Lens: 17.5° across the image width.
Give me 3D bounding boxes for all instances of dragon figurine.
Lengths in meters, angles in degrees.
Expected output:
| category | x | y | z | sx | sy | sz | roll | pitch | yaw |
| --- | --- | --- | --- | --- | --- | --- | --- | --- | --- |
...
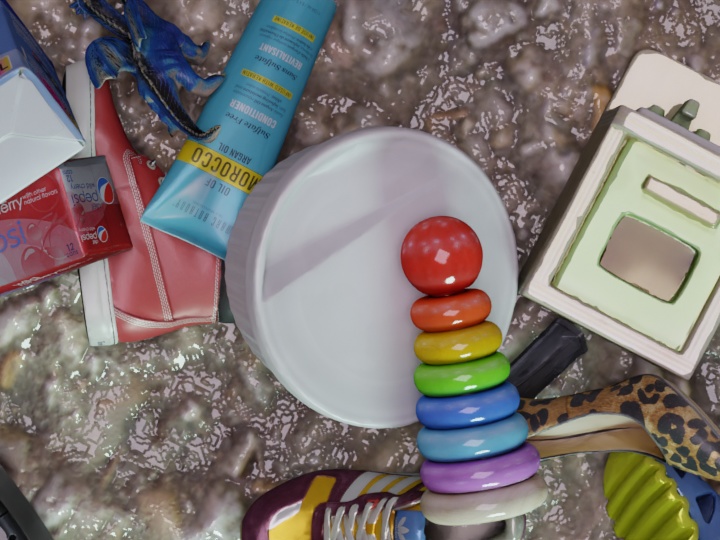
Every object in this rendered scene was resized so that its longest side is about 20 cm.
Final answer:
| category | x | y | z | sx | sy | sz | roll | pitch | yaw |
| --- | --- | --- | --- | --- | --- | --- | --- | --- | --- |
| dragon figurine | -0.150 | -0.146 | 1.592 | 0.099 | 0.200 | 0.059 | 33 | 113 | -28 |

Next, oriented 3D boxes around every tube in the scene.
| category | x | y | z | sx | sy | sz | roll | pitch | yaw |
| --- | --- | --- | --- | --- | --- | --- | --- | --- | --- |
| tube | -0.078 | -0.106 | 1.614 | 0.077 | 0.050 | 0.200 | 25 | 77 | -9 |

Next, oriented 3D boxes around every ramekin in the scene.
| category | x | y | z | sx | sy | sz | roll | pitch | yaw |
| --- | --- | --- | --- | --- | --- | --- | --- | --- | --- |
| ramekin | 0.000 | 0.000 | 1.586 | 0.202 | 0.094 | 0.202 | -4 | 99 | -26 |

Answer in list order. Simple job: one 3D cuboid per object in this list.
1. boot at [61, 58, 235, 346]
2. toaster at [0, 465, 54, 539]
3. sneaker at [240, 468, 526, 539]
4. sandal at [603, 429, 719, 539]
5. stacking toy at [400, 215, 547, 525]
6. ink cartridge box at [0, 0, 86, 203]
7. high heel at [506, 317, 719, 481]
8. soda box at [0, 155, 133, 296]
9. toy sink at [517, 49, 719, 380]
| category | x | y | z | sx | sy | sz | roll | pitch | yaw |
| --- | --- | --- | --- | --- | --- | --- | --- | --- | --- |
| boot | -0.134 | -0.055 | 1.632 | 0.144 | 0.072 | 0.200 | -9 | 90 | -8 |
| toaster | -0.295 | 0.217 | 1.603 | 0.200 | 0.119 | 0.181 | -35 | 91 | 1 |
| sneaker | 0.015 | 0.174 | 1.618 | 0.200 | 0.090 | 0.075 | -7 | 90 | 0 |
| sandal | 0.247 | 0.194 | 1.636 | 0.087 | 0.079 | 0.200 | -29 | 82 | -37 |
| stacking toy | 0.068 | 0.062 | 1.537 | 0.085 | 0.085 | 0.200 | -9 | 95 | 0 |
| ink cartridge box | -0.274 | -0.108 | 1.580 | 0.136 | 0.200 | 0.076 | -33 | 116 | 1 |
| high heel | 0.152 | 0.127 | 1.580 | 0.143 | 0.071 | 0.200 | -43 | 48 | -15 |
| soda box | -0.258 | -0.015 | 1.588 | 0.200 | 0.063 | 0.070 | -19 | 87 | 27 |
| toy sink | 0.209 | -0.043 | 1.606 | 0.130 | 0.112 | 0.200 | 28 | 90 | -1 |
